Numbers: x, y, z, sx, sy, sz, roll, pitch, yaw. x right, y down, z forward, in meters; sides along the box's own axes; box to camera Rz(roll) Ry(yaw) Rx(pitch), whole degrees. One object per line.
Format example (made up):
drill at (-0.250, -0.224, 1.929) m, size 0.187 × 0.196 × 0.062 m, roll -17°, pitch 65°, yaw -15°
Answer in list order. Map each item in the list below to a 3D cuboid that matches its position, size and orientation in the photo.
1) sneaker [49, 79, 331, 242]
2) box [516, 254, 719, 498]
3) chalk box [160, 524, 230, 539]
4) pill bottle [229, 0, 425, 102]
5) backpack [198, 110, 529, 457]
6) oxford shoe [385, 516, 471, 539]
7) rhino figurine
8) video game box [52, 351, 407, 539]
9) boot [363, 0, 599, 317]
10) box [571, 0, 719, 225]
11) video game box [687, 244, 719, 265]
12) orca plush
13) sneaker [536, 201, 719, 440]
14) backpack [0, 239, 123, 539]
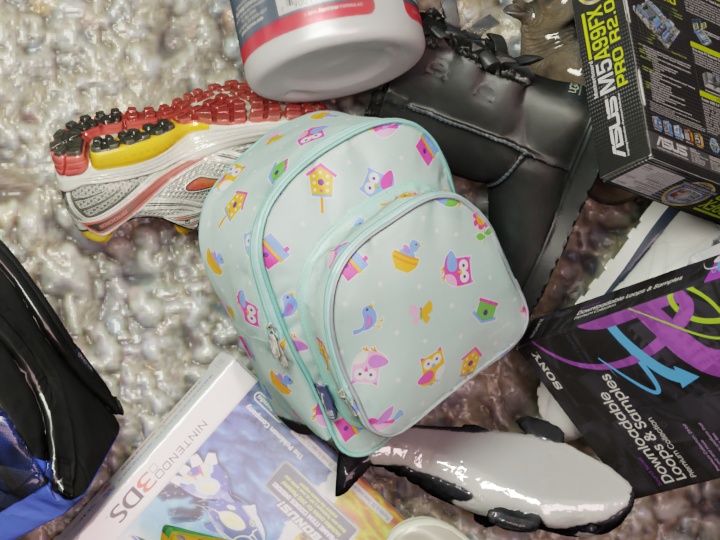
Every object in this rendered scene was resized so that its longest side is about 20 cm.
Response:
sneaker at (-0.106, -0.073, 1.536) m, size 0.199 × 0.078 × 0.083 m, roll -13°, pitch 118°, yaw -15°
box at (0.214, 0.070, 1.498) m, size 0.143 × 0.199 × 0.036 m, roll 52°, pitch 49°, yaw -15°
chalk box at (-0.039, 0.254, 1.491) m, size 0.199 × 0.125 × 0.125 m, roll 14°, pitch 90°, yaw -17°
pill bottle at (-0.035, -0.222, 1.501) m, size 0.119 × 0.120 × 0.201 m, roll -8°, pitch 76°, yaw -15°
backpack at (0.000, 0.000, 1.487) m, size 0.175 × 0.153 × 0.201 m, roll -36°, pitch 109°, yaw -20°
oxford shoe at (0.077, 0.255, 1.536) m, size 0.075 × 0.058 × 0.201 m, roll -24°, pitch 99°, yaw 7°
rhino figurine at (0.158, -0.135, 1.596) m, size 0.087 × 0.060 × 0.201 m, roll -24°, pitch 100°, yaw 24°
video game box at (-0.080, 0.188, 1.562) m, size 0.200 × 0.047 × 0.182 m, roll 43°, pitch 84°, yaw -13°
boot at (0.076, -0.071, 1.572) m, size 0.162 × 0.073 × 0.199 m, roll 22°, pitch 116°, yaw 2°
box at (0.226, -0.117, 1.554) m, size 0.199 × 0.044 × 0.161 m, roll 15°, pitch 59°, yaw -44°
video game box at (0.302, 0.036, 1.584) m, size 0.199 × 0.047 × 0.183 m, roll -22°, pitch 141°, yaw -24°
orca plush at (0.081, 0.156, 1.563) m, size 0.199 × 0.106 × 0.071 m, roll 2°, pitch 130°, yaw -8°
sneaker at (0.197, 0.039, 1.601) m, size 0.080 × 0.076 × 0.201 m, roll 32°, pitch 85°, yaw 24°
backpack at (-0.270, 0.072, 1.444) m, size 0.167 × 0.163 × 0.201 m, roll -29°, pitch 102°, yaw 8°
